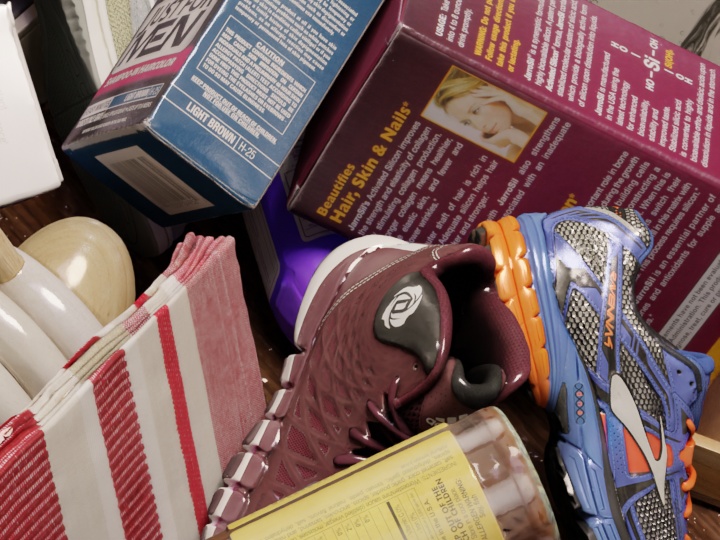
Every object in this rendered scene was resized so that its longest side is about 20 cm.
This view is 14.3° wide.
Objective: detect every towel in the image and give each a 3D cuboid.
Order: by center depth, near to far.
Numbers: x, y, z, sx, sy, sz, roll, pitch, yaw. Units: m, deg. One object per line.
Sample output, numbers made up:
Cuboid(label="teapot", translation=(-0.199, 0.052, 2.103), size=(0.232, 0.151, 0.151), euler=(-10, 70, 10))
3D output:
Cuboid(label="towel", translation=(-0.097, 0.095, 1.077), size=(0.023, 0.144, 0.200), euler=(14, 41, 29))

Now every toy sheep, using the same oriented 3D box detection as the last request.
Cuboid(label="toy sheep", translation=(-0.163, 0.054, 1.101), size=(0.138, 0.138, 0.200), euler=(40, 71, 21))

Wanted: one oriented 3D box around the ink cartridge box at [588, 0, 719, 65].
Cuboid(label="ink cartridge box", translation=(0.183, -0.136, 1.351), size=(0.200, 0.116, 0.067), euler=(24, 38, -20))

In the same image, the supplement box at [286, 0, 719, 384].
Cuboid(label="supplement box", translation=(0.084, -0.045, 1.205), size=(0.199, 0.110, 0.086), euler=(25, 38, -10))

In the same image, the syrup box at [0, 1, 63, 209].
Cuboid(label="syrup box", translation=(-0.228, -0.041, 1.161), size=(0.199, 0.081, 0.079), euler=(-18, 92, -16))

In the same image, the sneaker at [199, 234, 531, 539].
Cuboid(label="sneaker", translation=(0.005, 0.074, 1.092), size=(0.075, 0.115, 0.201), euler=(23, 73, -27))

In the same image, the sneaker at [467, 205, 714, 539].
Cuboid(label="sneaker", translation=(0.111, 0.064, 1.148), size=(0.078, 0.075, 0.201), euler=(-21, 98, -2))

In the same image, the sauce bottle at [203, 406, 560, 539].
Cuboid(label="sauce bottle", translation=(-0.028, 0.116, 1.027), size=(0.199, 0.065, 0.065), euler=(-24, 54, -4))

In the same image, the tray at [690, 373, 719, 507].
Cuboid(label="tray", translation=(0.203, 0.033, 1.292), size=(0.098, 0.037, 0.200), euler=(20, 46, 3))

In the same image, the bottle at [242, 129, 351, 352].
Cuboid(label="bottle", translation=(0.000, 0.000, 1.243), size=(0.083, 0.065, 0.200), euler=(-1, 48, -22))

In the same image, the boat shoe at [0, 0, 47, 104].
Cuboid(label="boat shoe", translation=(-0.177, -0.100, 1.283), size=(0.063, 0.073, 0.200), euler=(35, 53, 15))

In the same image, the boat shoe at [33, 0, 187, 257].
Cuboid(label="boat shoe", translation=(-0.102, -0.106, 1.236), size=(0.065, 0.203, 0.074), euler=(-19, 12, -22))

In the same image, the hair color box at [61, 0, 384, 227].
Cuboid(label="hair color box", translation=(-0.034, -0.118, 1.179), size=(0.060, 0.100, 0.200), euler=(38, 71, -19))
